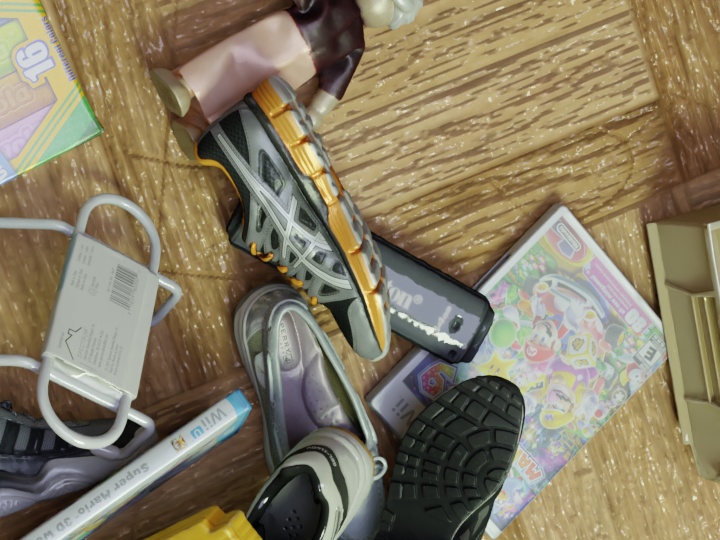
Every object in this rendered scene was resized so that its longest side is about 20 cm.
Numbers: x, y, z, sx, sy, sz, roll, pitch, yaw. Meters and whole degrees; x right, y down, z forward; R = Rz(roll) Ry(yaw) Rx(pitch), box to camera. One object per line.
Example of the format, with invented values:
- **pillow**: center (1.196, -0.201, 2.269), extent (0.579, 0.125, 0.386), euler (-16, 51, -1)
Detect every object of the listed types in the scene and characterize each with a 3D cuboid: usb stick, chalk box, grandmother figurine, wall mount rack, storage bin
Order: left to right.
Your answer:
- **chalk box**: center (-0.282, -0.096, 1.392), extent (0.199, 0.124, 0.125), euler (-29, 104, -12)
- **wall mount rack**: center (-0.205, 0.032, 1.430), extent (0.173, 0.075, 0.201), euler (28, 45, -21)
- **grandmother figurine**: center (-0.043, -0.156, 1.503), extent (0.199, 0.061, 0.122), euler (-30, 132, -16)
- **usb stick**: center (0.000, 0.000, 1.534), extent (0.199, 0.033, 0.056), euler (29, 83, -13)
- **storage bin**: center (0.327, 0.038, 1.615), extent (0.198, 0.094, 0.201), euler (-15, 100, -22)

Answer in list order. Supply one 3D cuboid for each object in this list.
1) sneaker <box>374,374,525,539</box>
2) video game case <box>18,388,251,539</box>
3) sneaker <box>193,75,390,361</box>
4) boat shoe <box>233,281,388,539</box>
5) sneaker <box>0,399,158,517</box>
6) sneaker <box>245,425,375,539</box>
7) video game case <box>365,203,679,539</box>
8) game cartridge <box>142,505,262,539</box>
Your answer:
- **sneaker**: center (0.059, 0.160, 1.551), extent (0.075, 0.087, 0.201), euler (30, 102, 16)
- **video game case**: center (-0.160, 0.148, 1.451), extent (0.199, 0.143, 0.018), euler (-35, 85, -12)
- **sneaker**: center (-0.039, -0.026, 1.475), extent (0.077, 0.078, 0.201), euler (-26, 100, 6)
- **boat shoe**: center (-0.029, 0.106, 1.527), extent (0.074, 0.065, 0.204), euler (-21, 107, -14)
- **sneaker**: center (-0.231, 0.100, 1.456), extent (0.199, 0.075, 0.115), euler (-17, 87, -30)
- **sneaker**: center (-0.064, 0.195, 1.479), extent (0.075, 0.088, 0.201), euler (27, 106, 15)
- **video game case**: center (0.118, 0.072, 1.599), extent (0.200, 0.018, 0.143), euler (-45, 108, -8)
- **game cartridge**: center (-0.087, 0.261, 1.469), extent (0.201, 0.176, 0.032), euler (53, 41, -8)
